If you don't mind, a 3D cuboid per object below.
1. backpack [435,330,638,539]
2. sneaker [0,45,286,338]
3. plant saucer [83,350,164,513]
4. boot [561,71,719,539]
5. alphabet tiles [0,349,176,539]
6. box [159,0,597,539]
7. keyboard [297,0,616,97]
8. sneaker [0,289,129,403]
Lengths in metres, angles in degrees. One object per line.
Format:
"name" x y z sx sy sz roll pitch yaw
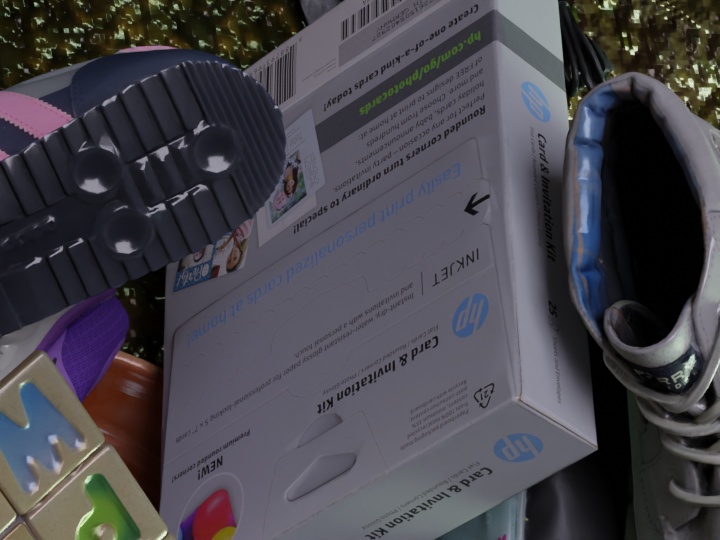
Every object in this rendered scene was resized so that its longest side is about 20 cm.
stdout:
"backpack" 0.081 0.091 0.915 0.177 0.150 0.201 16 59 -37
"sneaker" -0.122 -0.014 0.813 0.199 0.082 0.070 -17 106 -10
"plant saucer" -0.102 0.121 0.884 0.200 0.032 0.201 10 66 -25
"boot" 0.096 0.043 0.792 0.096 0.073 0.201 33 43 -57
"alphabet tiles" -0.113 0.148 0.742 0.200 0.008 0.167 -43 114 -26
"box" 0.000 0.000 0.878 0.041 0.156 0.200 32 40 -34
"keyboard" 0.032 -0.114 1.049 0.127 0.021 0.201 -14 80 -31
"sneaker" -0.112 0.081 0.820 0.083 0.081 0.200 40 44 -19
